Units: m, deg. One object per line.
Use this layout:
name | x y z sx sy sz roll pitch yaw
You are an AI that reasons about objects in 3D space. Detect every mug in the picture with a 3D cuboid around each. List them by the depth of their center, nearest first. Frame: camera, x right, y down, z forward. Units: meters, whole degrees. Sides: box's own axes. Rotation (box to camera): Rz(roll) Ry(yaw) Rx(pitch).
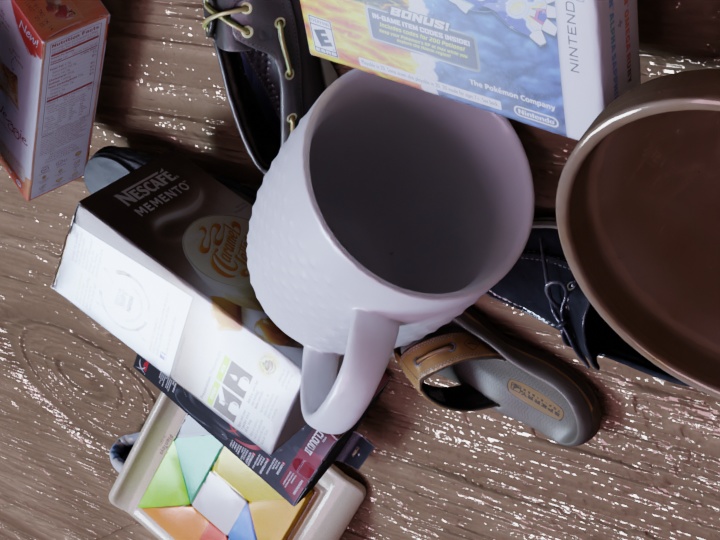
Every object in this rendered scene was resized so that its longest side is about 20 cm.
mug | 0.000 0.000 0.973 0.146 0.202 0.175 17 155 -16

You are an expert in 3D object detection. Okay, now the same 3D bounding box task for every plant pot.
plant pot | 0.204 -0.030 0.792 0.199 0.093 0.202 22 143 18

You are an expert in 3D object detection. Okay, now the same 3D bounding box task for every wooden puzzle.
wooden puzzle | -0.115 0.199 1.410 0.199 0.037 0.186 35 118 10

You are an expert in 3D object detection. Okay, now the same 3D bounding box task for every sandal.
sandal | 0.070 0.072 1.107 0.199 0.055 0.082 30 146 22

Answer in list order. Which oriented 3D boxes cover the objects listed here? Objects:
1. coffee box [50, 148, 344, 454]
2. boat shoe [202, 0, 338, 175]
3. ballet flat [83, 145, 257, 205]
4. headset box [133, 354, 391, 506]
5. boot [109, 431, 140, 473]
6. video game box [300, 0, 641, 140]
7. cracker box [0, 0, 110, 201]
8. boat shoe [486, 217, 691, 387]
coffee box | -0.097 0.017 1.107 0.199 0.114 0.080 35 127 14
boat shoe | -0.062 -0.149 0.994 0.071 0.061 0.202 16 139 36
ballet flat | -0.117 -0.051 1.198 0.199 0.057 0.067 24 116 21
headset box | -0.074 0.087 1.268 0.200 0.075 0.149 40 148 7
boot | -0.165 0.201 1.504 0.199 0.074 0.096 0 135 50
video game box | 0.046 -0.169 0.815 0.199 0.047 0.183 21 139 32
cracker box | -0.246 -0.162 1.162 0.134 0.057 0.201 53 151 18
boat shoe | 0.141 0.020 0.962 0.199 0.062 0.075 18 142 37
